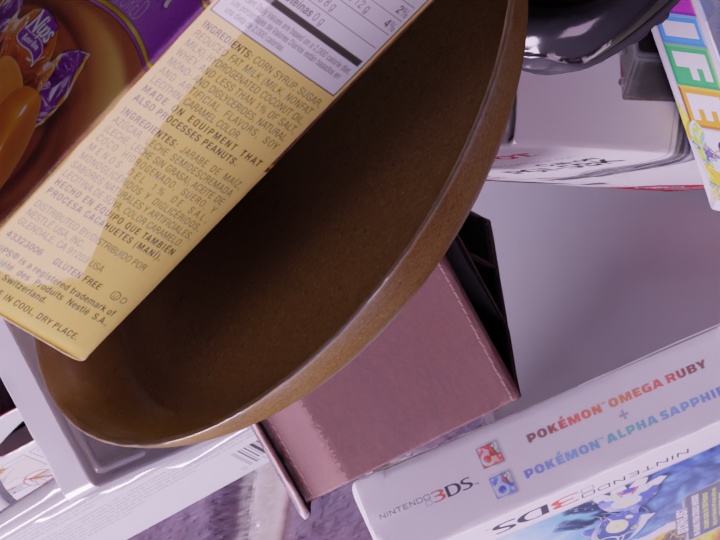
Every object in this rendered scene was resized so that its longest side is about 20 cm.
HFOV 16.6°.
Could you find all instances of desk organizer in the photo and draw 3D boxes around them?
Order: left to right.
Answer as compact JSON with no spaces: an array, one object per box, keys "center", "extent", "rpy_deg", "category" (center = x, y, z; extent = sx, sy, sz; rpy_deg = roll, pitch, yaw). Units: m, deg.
[{"center":[0.000,0.000,0.829],"extent":[0.077,0.072,0.200],"rpy_deg":[-27,-165,8],"category":"desk organizer"}]

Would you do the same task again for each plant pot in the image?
[{"center":[-0.021,-0.036,0.710],"extent":[0.200,0.200,0.027],"rpy_deg":[-37,129,27],"category":"plant pot"}]

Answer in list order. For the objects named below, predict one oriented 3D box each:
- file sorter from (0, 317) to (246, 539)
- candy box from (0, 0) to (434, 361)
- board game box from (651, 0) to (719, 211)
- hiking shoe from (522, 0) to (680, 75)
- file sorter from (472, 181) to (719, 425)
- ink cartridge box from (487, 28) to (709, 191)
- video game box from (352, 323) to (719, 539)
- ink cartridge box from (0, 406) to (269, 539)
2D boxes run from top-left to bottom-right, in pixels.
[{"center":[-0.116,0.021,0.927],"extent":[0.124,0.139,0.200],"rpy_deg":[-32,174,30],"category":"file sorter"},{"center":[-0.043,-0.085,0.703],"extent":[0.056,0.117,0.200],"rpy_deg":[34,111,-34],"category":"candy box"},{"center":[0.188,-0.127,0.909],"extent":[0.200,0.034,0.135],"rpy_deg":[-35,116,-24],"category":"board game box"},{"center":[0.073,-0.156,0.702],"extent":[0.101,0.076,0.200],"rpy_deg":[31,82,-50],"category":"hiking shoe"},{"center":[0.149,-0.006,1.137],"extent":[0.200,0.139,0.124],"rpy_deg":[-33,153,20],"category":"file sorter"},{"center":[0.091,-0.077,0.967],"extent":[0.200,0.083,0.147],"rpy_deg":[2,177,-34],"category":"ink cartridge box"},{"center":[0.098,0.105,1.099],"extent":[0.182,0.047,0.200],"rpy_deg":[-21,156,0],"category":"video game box"},{"center":[-0.124,0.074,1.188],"extent":[0.200,0.044,0.174],"rpy_deg":[-29,150,15],"category":"ink cartridge box"}]
